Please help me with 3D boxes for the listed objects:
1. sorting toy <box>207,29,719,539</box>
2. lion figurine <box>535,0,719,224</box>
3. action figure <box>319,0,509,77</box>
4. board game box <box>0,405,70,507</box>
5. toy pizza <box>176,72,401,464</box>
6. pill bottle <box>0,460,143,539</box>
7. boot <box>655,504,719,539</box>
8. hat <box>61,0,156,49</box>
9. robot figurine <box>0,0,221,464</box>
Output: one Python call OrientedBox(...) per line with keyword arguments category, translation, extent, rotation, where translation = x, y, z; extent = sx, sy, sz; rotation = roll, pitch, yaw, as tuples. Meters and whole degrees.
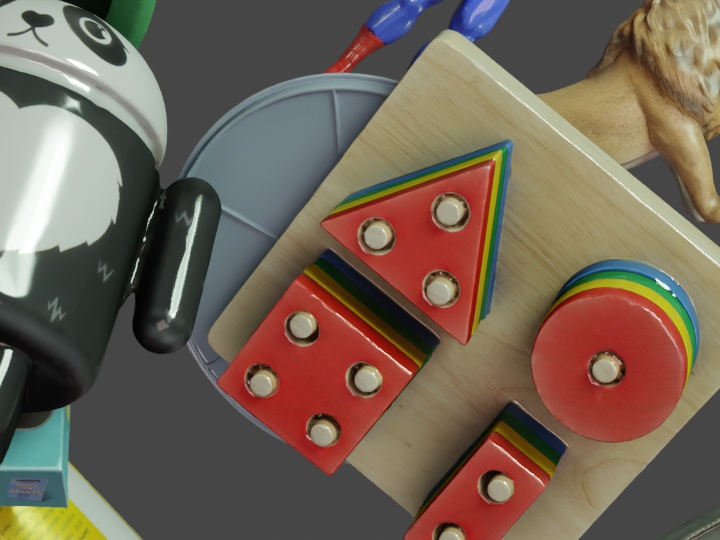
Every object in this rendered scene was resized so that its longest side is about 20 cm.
OrientedBox(category="sorting toy", translation=(0.050, 0.032, 0.928), extent=(0.200, 0.070, 0.199), rotation=(40, 115, 2))
OrientedBox(category="lion figurine", translation=(0.112, -0.067, 0.988), extent=(0.199, 0.072, 0.123), rotation=(-21, 92, 9))
OrientedBox(category="action figure", translation=(0.066, -0.139, 0.960), extent=(0.065, 0.099, 0.200), rotation=(40, 92, -19))
OrientedBox(category="board game box", translation=(-0.206, 0.007, 0.931), extent=(0.150, 0.047, 0.201), rotation=(0, 62, -5))
OrientedBox(category="toy pizza", translation=(0.000, 0.000, 0.990), extent=(0.200, 0.032, 0.201), rotation=(6, 110, 16))
OrientedBox(category="pill bottle", translation=(-0.164, 0.145, 0.989), extent=(0.104, 0.104, 0.200), rotation=(-41, 101, 3))
OrientedBox(category="boot", translation=(0.247, 0.148, 1.041), extent=(0.200, 0.073, 0.182), rotation=(-44, 120, 11))
OrientedBox(category="hat", translation=(-0.111, -0.188, 0.968), extent=(0.165, 0.176, 0.200), rotation=(-20, 105, 43))
OrientedBox(category="robot figurine", translation=(-0.153, -0.020, 0.849), extent=(0.150, 0.125, 0.201), rotation=(37, 57, -39))
